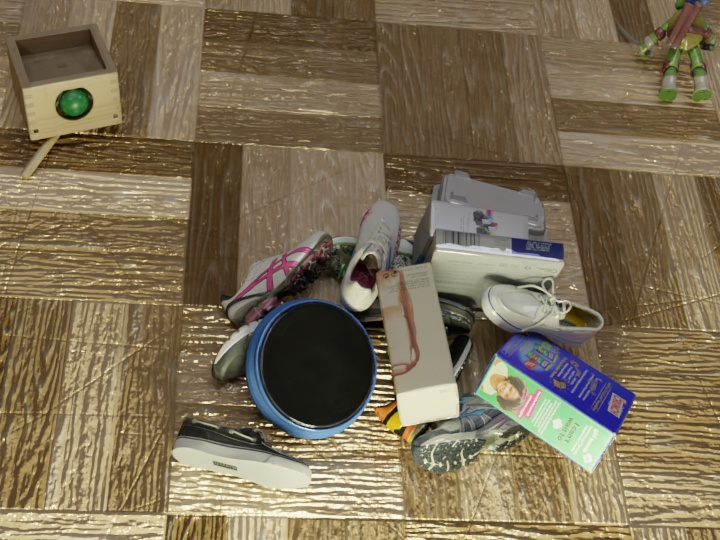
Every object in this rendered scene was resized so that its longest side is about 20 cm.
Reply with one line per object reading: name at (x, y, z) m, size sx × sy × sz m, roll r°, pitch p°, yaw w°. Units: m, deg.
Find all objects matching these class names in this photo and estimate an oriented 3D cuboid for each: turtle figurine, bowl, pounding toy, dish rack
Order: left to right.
pounding toy at (-0.498, -0.283, 1.816) m, size 0.181 × 0.144 × 0.201 m, roll -14°, pitch 47°, yaw -19°
bowl at (-0.067, 0.138, 1.575) m, size 0.197 × 0.039 × 0.205 m, roll 6°, pitch 74°, yaw -21°
dish rack at (0.216, -0.108, 1.804) m, size 0.196 × 0.044 × 0.172 m, roll 16°, pitch 24°, yaw 1°
turtle figurine at (0.616, -0.416, 2.121) m, size 0.142 × 0.199 × 0.198 m, roll 12°, pitch 71°, yaw -28°

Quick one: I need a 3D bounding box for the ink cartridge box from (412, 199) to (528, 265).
ink cartridge box at (0.187, -0.037, 1.689) m, size 0.196 × 0.116 × 0.069 m, roll 10°, pitch 61°, yaw -8°

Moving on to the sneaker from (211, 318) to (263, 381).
sneaker at (-0.125, 0.116, 1.609) m, size 0.198 × 0.075 × 0.085 m, roll -28°, pitch 63°, yaw -26°

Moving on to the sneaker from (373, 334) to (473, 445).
sneaker at (0.094, 0.157, 1.619) m, size 0.089 × 0.070 × 0.201 m, roll 30°, pitch 57°, yaw 9°

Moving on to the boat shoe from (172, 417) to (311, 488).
boat shoe at (-0.158, 0.246, 1.512) m, size 0.196 × 0.071 × 0.064 m, roll 14°, pitch 54°, yaw 3°

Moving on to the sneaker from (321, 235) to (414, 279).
sneaker at (0.000, 0.000, 1.721) m, size 0.196 × 0.077 × 0.090 m, roll -3°, pitch 63°, yaw -9°

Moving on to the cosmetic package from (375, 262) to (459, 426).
cosmetic package at (0.080, 0.104, 1.558) m, size 0.085 × 0.104 × 0.203 m, roll -10°, pitch 54°, yaw 0°

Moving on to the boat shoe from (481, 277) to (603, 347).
boat shoe at (0.277, 0.058, 1.612) m, size 0.199 × 0.086 × 0.076 m, roll 21°, pitch 56°, yaw -23°

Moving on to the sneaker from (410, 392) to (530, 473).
sneaker at (0.151, 0.228, 1.585) m, size 0.197 × 0.078 × 0.087 m, roll -11°, pitch 49°, yaw -28°

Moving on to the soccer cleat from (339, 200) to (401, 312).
soccer cleat at (0.025, -0.031, 1.655) m, size 0.069 × 0.087 × 0.203 m, roll 21°, pitch 61°, yaw -5°

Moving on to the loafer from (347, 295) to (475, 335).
loafer at (0.075, 0.079, 1.674) m, size 0.196 × 0.073 × 0.064 m, roll 9°, pitch 51°, yaw 9°

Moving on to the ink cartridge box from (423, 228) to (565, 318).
ink cartridge box at (0.188, 0.010, 1.658) m, size 0.192 × 0.201 × 0.044 m, roll 6°, pitch 63°, yaw -6°

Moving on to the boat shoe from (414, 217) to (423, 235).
boat shoe at (0.186, -0.041, 1.781) m, size 0.196 × 0.066 × 0.075 m, roll 11°, pitch 52°, yaw -2°

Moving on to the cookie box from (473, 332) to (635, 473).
cookie box at (0.284, 0.180, 1.587) m, size 0.198 × 0.076 × 0.171 m, roll 33°, pitch 23°, yaw 14°

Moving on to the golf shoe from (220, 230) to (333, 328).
golf shoe at (-0.127, 0.005, 1.660) m, size 0.200 × 0.073 × 0.092 m, roll -44°, pitch 68°, yaw -9°
